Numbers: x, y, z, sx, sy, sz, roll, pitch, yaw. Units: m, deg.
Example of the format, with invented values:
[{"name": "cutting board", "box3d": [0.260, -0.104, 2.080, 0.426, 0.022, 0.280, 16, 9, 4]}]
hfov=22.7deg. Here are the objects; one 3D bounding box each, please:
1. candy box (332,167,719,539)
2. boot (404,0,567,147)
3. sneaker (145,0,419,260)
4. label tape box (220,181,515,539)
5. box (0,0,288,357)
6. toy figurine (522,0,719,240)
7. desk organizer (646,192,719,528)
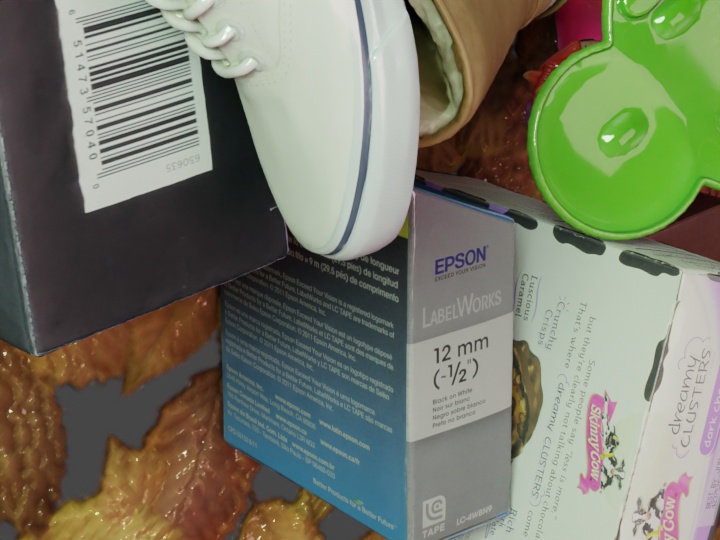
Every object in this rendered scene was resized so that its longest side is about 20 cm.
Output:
[{"name": "candy box", "box3d": [0.077, 0.057, 0.825, 0.071, 0.199, 0.169, 6, 101, -41]}, {"name": "boot", "box3d": [0.018, -0.152, 0.696, 0.176, 0.066, 0.200, 53, 28, -4]}, {"name": "sneaker", "box3d": [-0.037, -0.094, 0.502, 0.070, 0.073, 0.202, -22, 109, -28]}, {"name": "label tape box", "box3d": [0.000, 0.000, 0.777, 0.066, 0.143, 0.202, -13, 113, -36]}, {"name": "box", "box3d": [-0.129, -0.077, 0.603, 0.104, 0.199, 0.149, -22, 119, -36]}, {"name": "toy figurine", "box3d": [0.134, -0.095, 0.842, 0.200, 0.184, 0.150, -40, 101, -8]}, {"name": "desk organizer", "box3d": [0.151, 0.056, 0.976, 0.077, 0.071, 0.202, -20, 117, -37]}]
